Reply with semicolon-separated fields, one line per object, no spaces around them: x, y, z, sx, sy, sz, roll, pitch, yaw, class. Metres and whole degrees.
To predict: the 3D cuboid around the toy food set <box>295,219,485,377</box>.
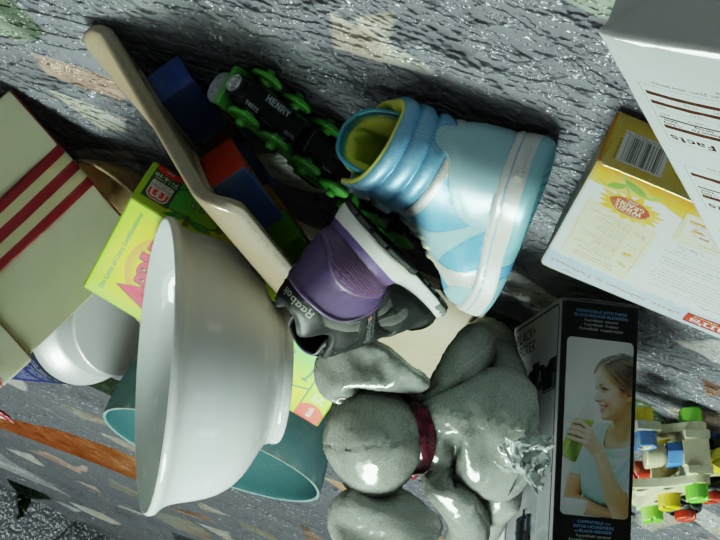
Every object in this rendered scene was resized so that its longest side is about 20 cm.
0.000;0.000;1.620;0.199;0.061;0.144;22;152;0;toy food set

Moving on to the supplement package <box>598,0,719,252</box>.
0.207;-0.104;0.780;0.147;0.192;0.200;14;162;29;supplement package

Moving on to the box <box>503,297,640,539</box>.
0.147;0.129;1.539;0.060;0.201;0.117;7;167;-12;box

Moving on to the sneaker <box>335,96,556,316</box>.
0.043;-0.046;1.370;0.130;0.080;0.200;20;153;2;sneaker

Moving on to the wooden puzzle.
-0.088;-0.064;1.440;0.200;0.046;0.185;52;180;37;wooden puzzle

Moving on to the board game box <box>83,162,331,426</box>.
-0.089;0.019;1.570;0.199;0.048;0.102;31;132;-4;board game box

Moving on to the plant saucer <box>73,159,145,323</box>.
-0.156;-0.010;1.698;0.200;0.035;0.201;43;155;25;plant saucer

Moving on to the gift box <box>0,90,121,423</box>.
-0.287;0.002;1.663;0.200;0.187;0.184;48;159;-4;gift box

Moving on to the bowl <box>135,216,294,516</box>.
-0.097;0.067;1.474;0.090;0.202;0.201;5;166;-11;bowl

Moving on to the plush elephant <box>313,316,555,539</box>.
0.039;0.115;1.494;0.154;0.166;0.200;4;-178;-6;plush elephant

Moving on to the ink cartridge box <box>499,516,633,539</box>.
0.176;0.250;2.143;0.145;0.048;0.200;23;164;1;ink cartridge box

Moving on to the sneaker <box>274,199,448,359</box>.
-0.008;0.016;1.394;0.076;0.088;0.200;47;-178;18;sneaker

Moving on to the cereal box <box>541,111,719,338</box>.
0.194;-0.020;1.313;0.143;0.040;0.200;23;164;1;cereal box

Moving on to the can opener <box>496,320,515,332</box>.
0.111;0.080;1.694;0.078;0.064;0.200;-11;168;11;can opener

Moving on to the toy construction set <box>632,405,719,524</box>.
0.218;0.155;1.723;0.130;0.093;0.200;1;175;-13;toy construction set

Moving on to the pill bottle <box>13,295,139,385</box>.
-0.272;0.046;1.987;0.116;0.116;0.200;34;160;-32;pill bottle

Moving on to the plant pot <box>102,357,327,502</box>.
-0.107;0.101;1.899;0.199;0.135;0.200;19;162;6;plant pot

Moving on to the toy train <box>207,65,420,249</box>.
-0.027;-0.075;1.440;0.200;0.042;0.056;37;169;-38;toy train
